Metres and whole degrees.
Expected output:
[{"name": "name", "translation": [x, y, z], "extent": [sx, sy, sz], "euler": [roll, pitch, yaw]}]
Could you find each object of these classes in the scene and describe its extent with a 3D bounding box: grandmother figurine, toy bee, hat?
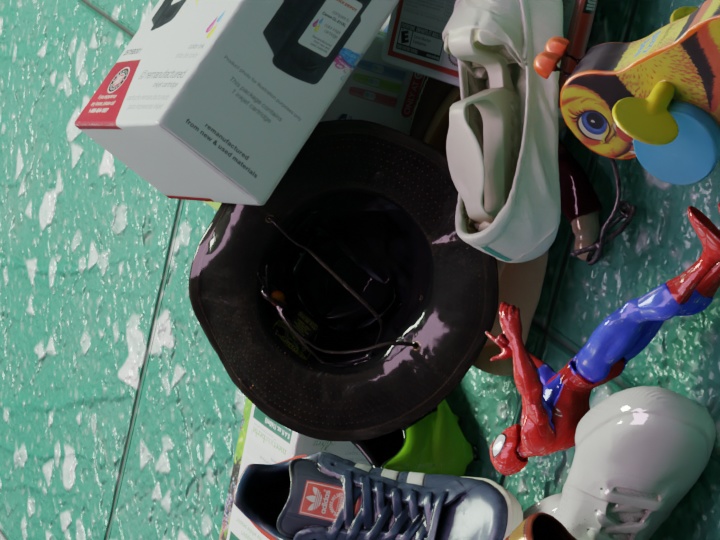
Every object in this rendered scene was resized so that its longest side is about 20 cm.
[{"name": "grandmother figurine", "translation": [0.097, -0.039, 1.325], "extent": [0.121, 0.061, 0.200], "euler": [23, 110, 30]}, {"name": "toy bee", "translation": [0.150, -0.093, 1.177], "extent": [0.200, 0.109, 0.131], "euler": [-46, 7, 20]}, {"name": "hat", "translation": [0.000, 0.000, 1.343], "extent": [0.200, 0.081, 0.201], "euler": [4, 105, 17]}]

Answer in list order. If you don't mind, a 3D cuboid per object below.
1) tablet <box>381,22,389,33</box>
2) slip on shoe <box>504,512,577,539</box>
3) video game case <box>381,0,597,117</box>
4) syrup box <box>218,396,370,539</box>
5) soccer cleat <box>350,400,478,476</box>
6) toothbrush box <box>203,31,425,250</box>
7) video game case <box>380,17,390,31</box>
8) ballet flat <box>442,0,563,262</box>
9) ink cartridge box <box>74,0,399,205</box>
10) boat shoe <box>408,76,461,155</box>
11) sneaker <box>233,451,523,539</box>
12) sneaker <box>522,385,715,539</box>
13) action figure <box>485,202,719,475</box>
[{"name": "tablet", "translation": [-0.012, -0.063, 1.494], "extent": [0.200, 0.014, 0.130], "euler": [-49, 40, 43]}, {"name": "slip on shoe", "translation": [0.152, 0.192, 1.139], "extent": [0.200, 0.074, 0.061], "euler": [31, 114, 23]}, {"name": "video game case", "translation": [0.088, -0.202, 1.283], "extent": [0.143, 0.017, 0.200], "euler": [23, 105, 41]}, {"name": "syrup box", "translation": [-0.044, 0.182, 1.511], "extent": [0.079, 0.081, 0.200], "euler": [30, 111, 57]}, {"name": "soccer cleat", "translation": [0.008, 0.067, 1.437], "extent": [0.068, 0.081, 0.200], "euler": [-62, 39, 34]}, {"name": "toothbrush box", "translation": [-0.046, -0.103, 1.467], "extent": [0.200, 0.086, 0.146], "euler": [31, 106, 62]}, {"name": "video game case", "translation": [0.006, -0.165, 1.520], "extent": [0.200, 0.022, 0.183], "euler": [-29, 62, 54]}, {"name": "ballet flat", "translation": [0.076, -0.105, 1.235], "extent": [0.069, 0.069, 0.200], "euler": [-7, 84, 58]}, {"name": "ink cartridge box", "translation": [-0.062, -0.143, 1.306], "extent": [0.200, 0.083, 0.146], "euler": [-57, 24, -13]}, {"name": "boat shoe", "translation": [0.085, -0.145, 1.345], "extent": [0.200, 0.070, 0.070], "euler": [-56, 49, 27]}, {"name": "sneaker", "translation": [0.003, 0.145, 1.301], "extent": [0.200, 0.084, 0.075], "euler": [-4, 65, 45]}, {"name": "sneaker", "translation": [0.135, 0.145, 1.210], "extent": [0.200, 0.075, 0.089], "euler": [117, 169, -48]}, {"name": "action figure", "translation": [0.121, 0.026, 1.222], "extent": [0.099, 0.065, 0.200], "euler": [48, 116, 22]}]
